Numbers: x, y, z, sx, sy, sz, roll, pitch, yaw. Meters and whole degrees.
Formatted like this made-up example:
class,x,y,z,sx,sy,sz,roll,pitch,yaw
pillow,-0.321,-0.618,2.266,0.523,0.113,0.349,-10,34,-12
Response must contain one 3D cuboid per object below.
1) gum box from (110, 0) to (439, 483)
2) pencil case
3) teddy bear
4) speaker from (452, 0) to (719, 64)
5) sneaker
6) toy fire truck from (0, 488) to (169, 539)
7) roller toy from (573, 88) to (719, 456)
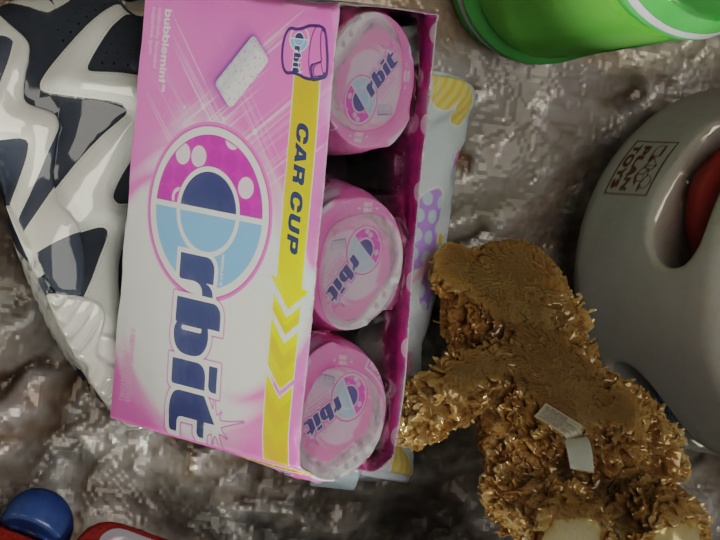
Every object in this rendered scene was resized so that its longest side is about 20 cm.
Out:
class,x,y,z,sx,sy,sz,roll,pitch,yaw
gum box,-0.039,-0.016,1.019,0.066,0.113,0.201,-3,101,-48
pencil case,0.000,0.000,1.117,0.083,0.091,0.201,11,88,-23
teddy bear,0.082,0.077,1.058,0.144,0.067,0.200,-17,53,-34
speaker,0.113,-0.141,1.101,0.088,0.200,0.089,0,91,-22
sneaker,-0.098,-0.039,1.083,0.129,0.079,0.200,-26,90,-11
toy fire truck,-0.132,0.180,1.048,0.199,0.112,0.168,19,50,8
roller toy,0.202,0.001,1.171,0.182,0.139,0.201,-12,101,-30
